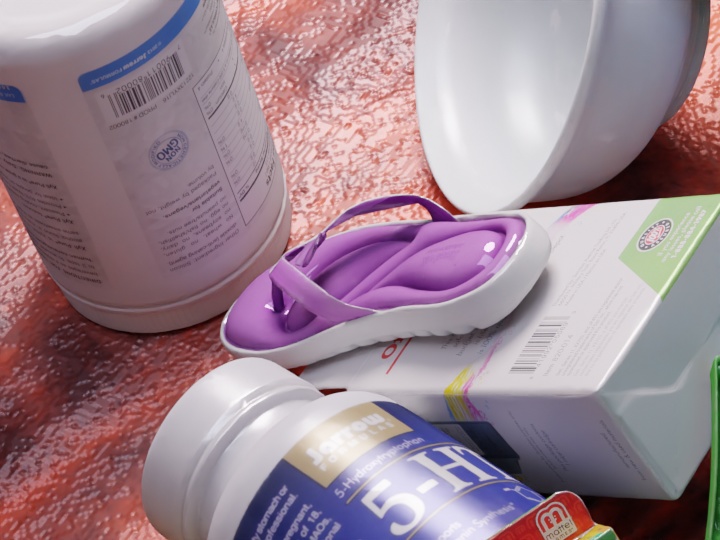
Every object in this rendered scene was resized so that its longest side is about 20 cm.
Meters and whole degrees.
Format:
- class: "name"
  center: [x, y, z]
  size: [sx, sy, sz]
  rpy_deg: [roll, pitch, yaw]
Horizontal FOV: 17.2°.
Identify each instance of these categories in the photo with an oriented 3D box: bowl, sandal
- class: "bowl"
  center: [0.105, -0.119, 1.141]
  size: [0.090, 0.201, 0.201]
  rpy_deg: [6, 43, -22]
- class: "sandal"
  center: [0.003, -0.005, 1.063]
  size: [0.202, 0.050, 0.083]
  rpy_deg: [-12, 36, 46]

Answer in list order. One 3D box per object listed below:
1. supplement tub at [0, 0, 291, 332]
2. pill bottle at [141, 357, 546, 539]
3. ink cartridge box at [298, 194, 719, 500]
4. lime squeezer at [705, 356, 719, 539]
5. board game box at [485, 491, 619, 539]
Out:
- class: "supplement tub"
  center: [-0.117, -0.080, 1.135]
  size: [0.132, 0.200, 0.132]
  rpy_deg: [-8, 48, 9]
- class: "pill bottle"
  center: [0.007, 0.119, 0.980]
  size: [0.200, 0.120, 0.120]
  rpy_deg: [31, 64, 35]
- class: "ink cartridge box"
  center: [0.076, 0.034, 1.040]
  size: [0.200, 0.067, 0.117]
  rpy_deg: [-2, 43, 51]
- class: "lime squeezer"
  center: [0.149, 0.131, 0.911]
  size: [0.038, 0.071, 0.200]
  rpy_deg: [16, 41, -16]
- class: "board game box"
  center: [0.092, 0.187, 0.871]
  size: [0.095, 0.030, 0.200]
  rpy_deg: [-32, 91, -12]
